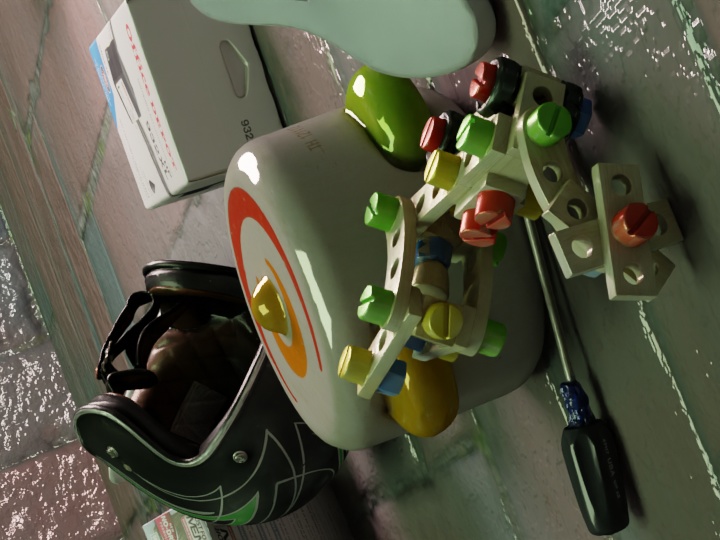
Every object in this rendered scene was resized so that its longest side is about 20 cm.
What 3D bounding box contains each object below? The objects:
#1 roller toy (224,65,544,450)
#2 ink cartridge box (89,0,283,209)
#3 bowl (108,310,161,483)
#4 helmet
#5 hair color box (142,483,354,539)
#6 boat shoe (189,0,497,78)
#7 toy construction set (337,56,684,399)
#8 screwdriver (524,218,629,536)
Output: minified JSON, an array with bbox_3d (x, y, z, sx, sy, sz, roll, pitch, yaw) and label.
[{"bbox_3d":[0.006,0.003,1.142,0.182,0.140,0.200,126,123,-73],"label":"roller toy"},{"bbox_3d":[-0.135,-0.133,1.570,0.200,0.084,0.145,165,86,-75],"label":"ink cartridge box"},{"bbox_3d":[-0.143,0.107,1.806,0.201,0.090,0.201,20,-90,-85],"label":"bowl"},{"bbox_3d":[-0.092,0.094,1.506,0.190,0.200,0.200,15,139,16],"label":"helmet"},{"bbox_3d":[-0.079,0.230,1.647,0.200,0.061,0.099,6,-124,-60],"label":"hair color box"},{"bbox_3d":[0.002,-0.156,1.099,0.202,0.086,0.075,15,123,37],"label":"boat shoe"},{"bbox_3d":[0.063,-0.019,0.964,0.200,0.092,0.131,-23,48,52],"label":"toy construction set"},{"bbox_3d":[0.102,0.043,1.072,0.028,0.029,0.200,173,77,-74],"label":"screwdriver"}]
